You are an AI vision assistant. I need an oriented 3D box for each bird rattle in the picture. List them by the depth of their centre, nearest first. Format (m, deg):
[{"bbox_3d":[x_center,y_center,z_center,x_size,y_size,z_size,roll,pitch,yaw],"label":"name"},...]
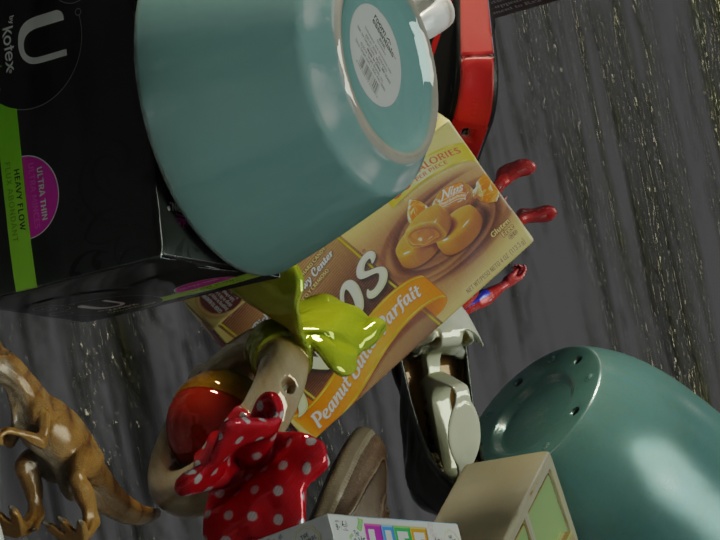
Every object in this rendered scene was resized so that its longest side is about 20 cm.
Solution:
[{"bbox_3d":[-0.066,0.090,1.622,0.112,0.163,0.201,28,53,-23],"label":"bird rattle"}]

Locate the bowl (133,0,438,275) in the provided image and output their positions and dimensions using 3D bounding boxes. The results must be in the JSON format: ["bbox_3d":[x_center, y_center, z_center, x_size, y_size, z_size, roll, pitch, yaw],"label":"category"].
[{"bbox_3d":[-0.028,-0.104,1.530,0.201,0.105,0.202,30,54,-54],"label":"bowl"}]

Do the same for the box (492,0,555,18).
[{"bbox_3d":[0.092,-0.311,2.020,0.164,0.165,0.201,21,61,-54],"label":"box"}]

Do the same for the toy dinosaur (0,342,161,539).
[{"bbox_3d":[-0.161,0.114,1.561,0.200,0.060,0.107,53,37,-34],"label":"toy dinosaur"}]

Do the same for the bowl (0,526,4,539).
[{"bbox_3d":[-0.243,0.148,1.390,0.201,0.090,0.202,27,57,-50],"label":"bowl"}]

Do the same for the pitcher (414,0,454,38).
[{"bbox_3d":[-0.040,-0.116,1.733,0.122,0.171,0.200,61,33,-10],"label":"pitcher"}]

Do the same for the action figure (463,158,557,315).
[{"bbox_3d":[0.091,-0.015,2.022,0.200,0.051,0.066,-49,123,-50],"label":"action figure"}]

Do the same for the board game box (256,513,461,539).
[{"bbox_3d":[-0.057,0.186,1.563,0.134,0.199,0.034,11,61,-56],"label":"board game box"}]

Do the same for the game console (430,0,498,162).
[{"bbox_3d":[0.060,-0.137,1.853,0.200,0.031,0.178,109,-16,-59],"label":"game console"}]

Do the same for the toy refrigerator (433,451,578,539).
[{"bbox_3d":[0.084,0.197,1.772,0.200,0.070,0.076,-54,128,-61],"label":"toy refrigerator"}]

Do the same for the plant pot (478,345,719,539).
[{"bbox_3d":[0.171,0.151,1.954,0.161,0.200,0.201,44,43,-23],"label":"plant pot"}]

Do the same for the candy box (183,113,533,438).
[{"bbox_3d":[0.000,0.000,1.749,0.200,0.055,0.116,-41,123,-5],"label":"candy box"}]

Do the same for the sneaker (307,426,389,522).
[{"bbox_3d":[-0.007,0.196,1.742,0.075,0.071,0.201,22,59,-1],"label":"sneaker"}]

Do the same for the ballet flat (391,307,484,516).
[{"bbox_3d":[0.056,0.069,1.899,0.068,0.068,0.201,-10,85,-28],"label":"ballet flat"}]

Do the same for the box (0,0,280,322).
[{"bbox_3d":[-0.146,-0.083,1.573,0.124,0.148,0.201,11,69,-58],"label":"box"}]
